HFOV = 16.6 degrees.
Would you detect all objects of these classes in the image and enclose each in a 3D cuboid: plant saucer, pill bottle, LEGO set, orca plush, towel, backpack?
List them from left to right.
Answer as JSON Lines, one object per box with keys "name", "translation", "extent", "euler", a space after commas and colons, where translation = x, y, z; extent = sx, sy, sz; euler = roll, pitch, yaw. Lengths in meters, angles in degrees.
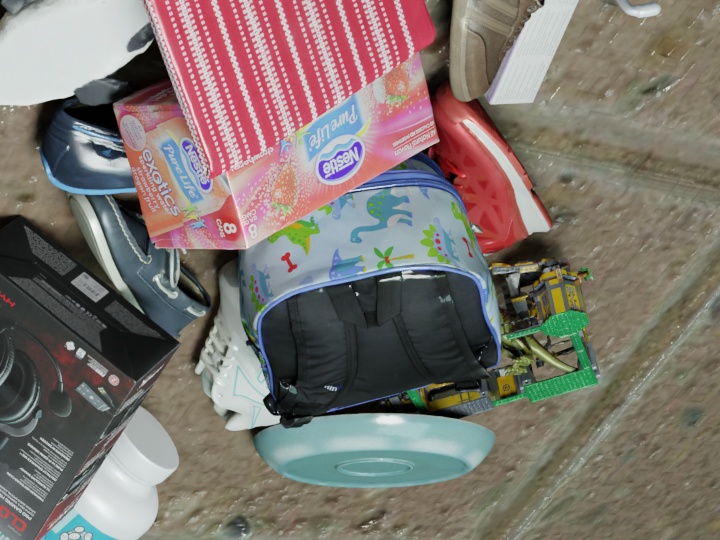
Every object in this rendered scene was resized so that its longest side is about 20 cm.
{"name": "pill bottle", "translation": [-0.234, 0.189, 1.917], "extent": [0.200, 0.111, 0.111], "euler": [-43, 142, 17]}
{"name": "orca plush", "translation": [-0.168, -0.179, 1.571], "extent": [0.105, 0.071, 0.200], "euler": [31, 126, -18]}
{"name": "towel", "translation": [-0.043, -0.164, 1.530], "extent": [0.200, 0.022, 0.145], "euler": [-34, 117, -30]}
{"name": "backpack", "translation": [0.000, 0.000, 1.740], "extent": [0.182, 0.148, 0.200], "euler": [-12, 156, 2]}
{"name": "plant saucer", "translation": [0.011, 0.151, 2.021], "extent": [0.199, 0.028, 0.200], "euler": [0, 164, 0]}
{"name": "LEGO set", "translation": [0.098, 0.033, 1.962], "extent": [0.199, 0.116, 0.154], "euler": [-21, 146, 16]}

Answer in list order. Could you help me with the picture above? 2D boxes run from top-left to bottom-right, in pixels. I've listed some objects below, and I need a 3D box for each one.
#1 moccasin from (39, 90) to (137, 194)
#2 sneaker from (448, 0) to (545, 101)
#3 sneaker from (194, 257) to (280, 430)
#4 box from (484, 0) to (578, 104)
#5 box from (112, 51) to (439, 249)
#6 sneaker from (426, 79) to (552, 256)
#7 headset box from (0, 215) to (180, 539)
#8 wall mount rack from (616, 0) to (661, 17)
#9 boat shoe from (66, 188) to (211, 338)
{"name": "moccasin", "translation": [-0.116, -0.094, 1.685], "extent": [0.199, 0.081, 0.068], "euler": [-13, 141, -23]}
{"name": "sneaker", "translation": [0.101, -0.193, 1.704], "extent": [0.075, 0.071, 0.201], "euler": [5, 138, 3]}
{"name": "sneaker", "translation": [-0.088, 0.067, 1.905], "extent": [0.080, 0.071, 0.201], "euler": [-22, 144, -6]}
{"name": "box", "translation": [0.133, -0.205, 1.756], "extent": [0.041, 0.039, 0.201], "euler": [-5, 137, -28]}
{"name": "box", "translation": [-0.052, -0.096, 1.621], "extent": [0.200, 0.094, 0.103], "euler": [-30, 113, -42]}
{"name": "sneaker", "translation": [0.067, -0.056, 1.859], "extent": [0.115, 0.079, 0.200], "euler": [-33, 143, 3]}
{"name": "headset box", "translation": [-0.242, 0.088, 1.750], "extent": [0.200, 0.149, 0.077], "euler": [-54, 174, 30]}
{"name": "wall mount rack", "translation": [0.262, -0.257, 1.751], "extent": [0.173, 0.075, 0.201], "euler": [-17, 143, -18]}
{"name": "boat shoe", "translation": [-0.154, -0.010, 1.764], "extent": [0.062, 0.075, 0.200], "euler": [-26, 145, -1]}
